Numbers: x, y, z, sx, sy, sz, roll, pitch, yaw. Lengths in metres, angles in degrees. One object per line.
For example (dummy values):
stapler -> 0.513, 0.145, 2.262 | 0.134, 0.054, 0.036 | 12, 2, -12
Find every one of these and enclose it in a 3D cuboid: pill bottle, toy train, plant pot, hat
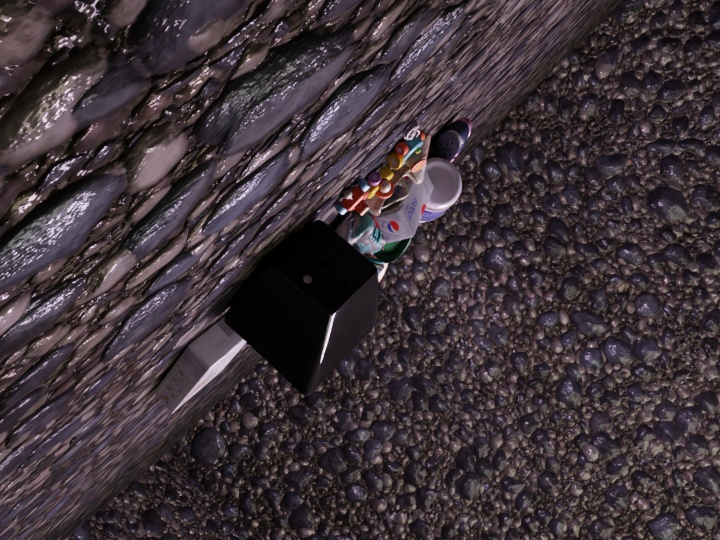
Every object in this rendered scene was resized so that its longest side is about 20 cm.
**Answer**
pill bottle -> 0.158, -0.180, 1.594 | 0.116, 0.116, 0.200 | -43, 178, -11
toy train -> 0.048, -0.163, 1.183 | 0.200, 0.056, 0.150 | -44, 178, 10
plant pot -> -0.080, 0.043, 1.129 | 0.199, 0.199, 0.178 | -41, 167, -38
hat -> 0.009, -0.116, 1.503 | 0.174, 0.167, 0.201 | 3, 131, -37

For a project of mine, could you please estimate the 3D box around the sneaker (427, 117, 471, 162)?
sneaker -> 0.202, -0.286, 1.595 | 0.082, 0.070, 0.200 | -49, -175, -24

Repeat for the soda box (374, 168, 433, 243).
soda box -> 0.092, -0.142, 1.395 | 0.063, 0.069, 0.201 | -12, -150, 27

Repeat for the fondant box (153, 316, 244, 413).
fondant box -> -0.283, 0.163, 1.250 | 0.144, 0.058, 0.200 | -42, 176, -46

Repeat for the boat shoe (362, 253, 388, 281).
boat shoe -> 0.040, -0.053, 1.652 | 0.068, 0.074, 0.203 | 1, 122, -35

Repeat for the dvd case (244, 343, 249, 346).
dvd case -> -0.164, 0.135, 1.409 | 0.150, 0.196, 0.025 | -37, 138, -73

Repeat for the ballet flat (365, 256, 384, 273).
ballet flat -> 0.000, 0.000, 1.480 | 0.074, 0.075, 0.200 | -43, 164, 12

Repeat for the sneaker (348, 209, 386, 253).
sneaker -> 0.014, -0.077, 1.400 | 0.200, 0.090, 0.079 | 149, -47, -77

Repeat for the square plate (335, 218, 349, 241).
square plate -> -0.058, 0.010, 1.410 | 0.198, 0.028, 0.204 | 147, -53, -74

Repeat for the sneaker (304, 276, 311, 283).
sneaker -> -0.129, 0.022, 1.406 | 0.202, 0.077, 0.112 | -59, -162, 12

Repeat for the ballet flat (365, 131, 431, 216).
ballet flat -> 0.080, -0.180, 1.318 | 0.200, 0.067, 0.068 | -44, 177, -7
